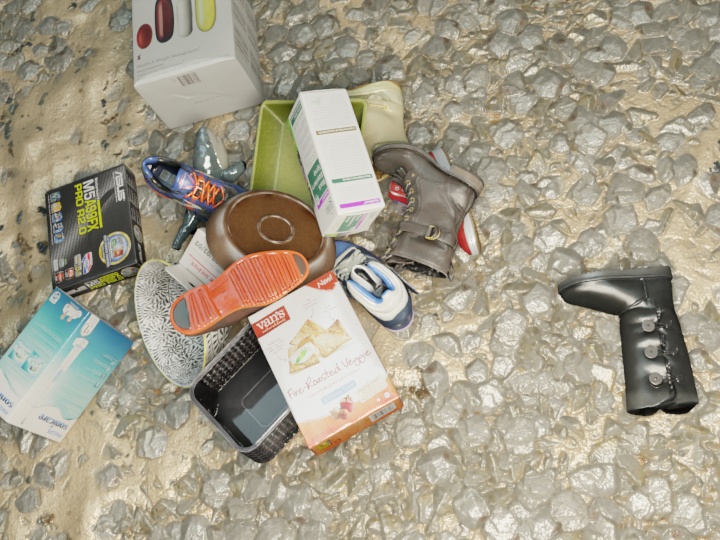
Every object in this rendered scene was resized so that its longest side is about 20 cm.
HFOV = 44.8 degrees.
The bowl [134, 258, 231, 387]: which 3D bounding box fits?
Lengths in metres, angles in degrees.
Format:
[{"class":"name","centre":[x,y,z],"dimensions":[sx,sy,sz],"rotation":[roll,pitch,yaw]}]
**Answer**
[{"class":"bowl","centre":[-0.259,0.070,1.354],"dimensions":[0.093,0.202,0.201],"rotation":[-18,54,-41]}]

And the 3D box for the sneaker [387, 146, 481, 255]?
[{"class":"sneaker","centre":[0.110,-0.092,1.353],"dimensions":[0.111,0.072,0.202],"rotation":[-20,57,2]}]

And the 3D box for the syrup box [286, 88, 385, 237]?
[{"class":"syrup box","centre":[-0.038,-0.159,1.291],"dimensions":[0.080,0.079,0.203],"rotation":[-9,71,-23]}]

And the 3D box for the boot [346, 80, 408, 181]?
[{"class":"boot","centre":[-0.016,-0.217,1.441],"dimensions":[0.196,0.073,0.158],"rotation":[-13,67,7]}]

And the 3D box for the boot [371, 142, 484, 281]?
[{"class":"boot","centre":[0.074,-0.085,1.279],"dimensions":[0.197,0.069,0.176],"rotation":[21,70,22]}]

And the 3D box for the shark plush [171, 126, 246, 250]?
[{"class":"shark plush","centre":[-0.279,-0.135,1.471],"dimensions":[0.090,0.083,0.202],"rotation":[30,91,43]}]

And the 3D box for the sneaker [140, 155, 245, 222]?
[{"class":"sneaker","centre":[-0.267,-0.128,1.390],"dimensions":[0.197,0.078,0.077],"rotation":[19,85,10]}]

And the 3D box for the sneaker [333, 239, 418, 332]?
[{"class":"sneaker","centre":[0.000,0.000,1.302],"dimensions":[0.080,0.147,0.200],"rotation":[-42,64,-6]}]

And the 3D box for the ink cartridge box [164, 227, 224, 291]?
[{"class":"ink cartridge box","centre":[-0.189,-0.008,1.314],"dimensions":[0.115,0.200,0.068],"rotation":[39,110,11]}]

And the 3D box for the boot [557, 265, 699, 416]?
[{"class":"boot","centre":[0.367,0.102,1.213],"dimensions":[0.162,0.066,0.204],"rotation":[-8,70,14]}]

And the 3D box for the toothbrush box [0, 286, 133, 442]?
[{"class":"toothbrush box","centre":[-0.474,0.151,1.369],"dimensions":[0.085,0.147,0.201],"rotation":[29,79,24]}]

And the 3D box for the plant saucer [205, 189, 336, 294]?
[{"class":"plant saucer","centre":[-0.126,-0.052,1.278],"dimensions":[0.197,0.032,0.202],"rotation":[11,47,-12]}]

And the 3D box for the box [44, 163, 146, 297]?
[{"class":"box","centre":[-0.459,-0.068,1.512],"dimensions":[0.158,0.044,0.203],"rotation":[-18,65,8]}]

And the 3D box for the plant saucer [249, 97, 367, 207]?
[{"class":"plant saucer","centre":[-0.078,-0.169,1.399],"dimensions":[0.197,0.048,0.204],"rotation":[4,84,26]}]

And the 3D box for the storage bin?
[{"class":"storage bin","centre":[-0.125,0.154,1.235],"dimensions":[0.135,0.094,0.200],"rotation":[41,80,22]}]

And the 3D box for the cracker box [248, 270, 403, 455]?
[{"class":"cracker box","centre":[-0.047,0.120,1.153],"dimensions":[0.133,0.058,0.202],"rotation":[-29,66,-2]}]

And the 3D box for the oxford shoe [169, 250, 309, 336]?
[{"class":"oxford shoe","centre":[-0.162,0.031,1.192],"dimensions":[0.197,0.073,0.072],"rotation":[-22,75,-3]}]

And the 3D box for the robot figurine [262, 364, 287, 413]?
[{"class":"robot figurine","centre":[-0.096,0.148,1.316],"dimensions":[0.142,0.058,0.203],"rotation":[-7,67,12]}]

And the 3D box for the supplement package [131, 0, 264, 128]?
[{"class":"supplement package","centre":[-0.287,-0.393,1.543],"dimensions":[0.188,0.147,0.203],"rotation":[-13,66,10]}]
